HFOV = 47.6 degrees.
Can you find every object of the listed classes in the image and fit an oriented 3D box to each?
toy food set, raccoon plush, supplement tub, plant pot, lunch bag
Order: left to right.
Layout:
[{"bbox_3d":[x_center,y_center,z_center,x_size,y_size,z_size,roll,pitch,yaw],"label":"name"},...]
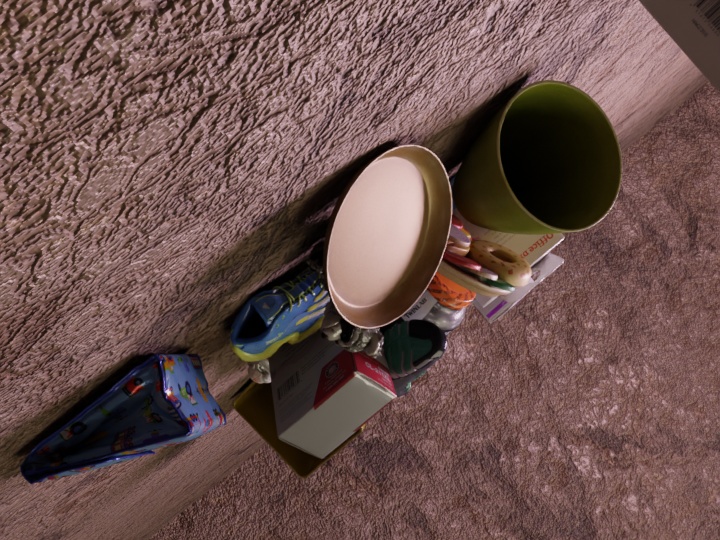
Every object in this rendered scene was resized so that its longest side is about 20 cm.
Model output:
[{"bbox_3d":[-0.269,0.176,0.903,0.198,0.095,0.151,-27,172,2],"label":"lunch bag"},{"bbox_3d":[-0.085,0.230,1.549,0.200,0.200,0.176,-45,180,34],"label":"plant pot"},{"bbox_3d":[0.027,-0.037,0.874,0.199,0.027,0.203,-25,126,-39],"label":"plant pot"},{"bbox_3d":[0.030,0.011,0.960,0.198,0.135,0.097,-29,-158,-7],"label":"raccoon plush"},{"bbox_3d":[0.067,0.062,1.168,0.200,0.123,0.122,-46,168,35],"label":"supplement tub"},{"bbox_3d":[0.129,-0.033,1.081,0.049,0.199,0.197,-57,160,19],"label":"toy food set"},{"bbox_3d":[0.209,-0.126,1.083,0.186,0.189,0.200,-35,-175,-23],"label":"plant pot"}]

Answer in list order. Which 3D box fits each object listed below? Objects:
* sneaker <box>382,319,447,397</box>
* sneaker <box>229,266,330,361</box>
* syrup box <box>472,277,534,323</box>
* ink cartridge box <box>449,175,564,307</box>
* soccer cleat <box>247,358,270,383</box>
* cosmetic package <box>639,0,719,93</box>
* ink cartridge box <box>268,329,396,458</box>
[{"bbox_3d":[0.058,0.127,1.103,0.087,0.075,0.199,27,143,-33],"label":"sneaker"},{"bbox_3d":[-0.077,0.044,0.998,0.199,0.076,0.105,-38,170,0],"label":"sneaker"},{"bbox_3d":[0.196,-0.019,1.382,0.078,0.201,0.081,-28,167,-50],"label":"syrup box"},{"bbox_3d":[0.201,-0.051,1.251,0.128,0.201,0.125,-35,170,-17],"label":"ink cartridge box"},{"bbox_3d":[-0.140,0.139,1.244,0.085,0.069,0.200,-39,174,2],"label":"soccer cleat"},{"bbox_3d":[0.438,-0.309,0.950,0.123,0.200,0.199,-44,170,34],"label":"cosmetic package"},{"bbox_3d":[-0.045,0.119,1.088,0.082,0.201,0.145,33,116,-33],"label":"ink cartridge box"}]
